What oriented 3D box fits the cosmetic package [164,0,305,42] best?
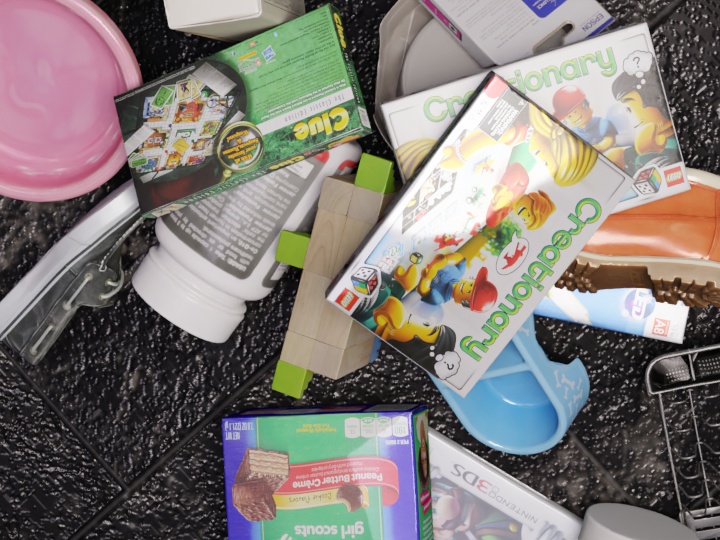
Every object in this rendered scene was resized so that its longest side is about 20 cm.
[{"bbox_3d":[-0.097,-0.236,1.049,0.073,0.200,0.104,-7,95,9],"label":"cosmetic package"}]

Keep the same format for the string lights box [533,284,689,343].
[{"bbox_3d":[0.174,-0.011,1.114,0.200,0.059,0.103,11,95,5],"label":"string lights box"}]

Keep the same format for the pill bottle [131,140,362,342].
[{"bbox_3d":[-0.098,-0.049,1.114,0.114,0.114,0.200,35,99,2],"label":"pill bottle"}]

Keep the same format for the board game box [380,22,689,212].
[{"bbox_3d":[0.128,-0.092,0.991,0.200,0.035,0.126,-18,100,3],"label":"board game box"}]

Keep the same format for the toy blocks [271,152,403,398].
[{"bbox_3d":[0.000,0.000,1.101,0.100,0.137,0.200,18,101,17],"label":"toy blocks"}]

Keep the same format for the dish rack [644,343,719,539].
[{"bbox_3d":[0.326,0.151,1.118,0.153,0.055,0.200,-11,95,9],"label":"dish rack"}]

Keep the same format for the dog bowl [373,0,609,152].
[{"bbox_3d":[0.105,-0.144,1.078,0.200,0.059,0.200,-1,74,4],"label":"dog bowl"}]

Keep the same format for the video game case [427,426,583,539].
[{"bbox_3d":[0.075,0.260,1.174,0.182,0.023,0.200,31,99,3],"label":"video game case"}]

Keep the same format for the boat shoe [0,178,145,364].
[{"bbox_3d":[-0.238,0.002,1.166,0.071,0.072,0.200,45,109,-9],"label":"boat shoe"}]

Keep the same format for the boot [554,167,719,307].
[{"bbox_3d":[0.194,-0.038,1.053,0.200,0.075,0.107,7,74,11],"label":"boot"}]

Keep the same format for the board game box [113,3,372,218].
[{"bbox_3d":[-0.095,-0.121,1.046,0.200,0.023,0.105,-19,76,21],"label":"board game box"}]

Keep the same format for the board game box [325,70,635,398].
[{"bbox_3d":[0.083,-0.024,0.961,0.126,0.035,0.200,35,100,-8],"label":"board game box"}]

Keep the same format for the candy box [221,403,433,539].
[{"bbox_3d":[-0.025,0.217,1.135,0.169,0.077,0.200,-4,90,15],"label":"candy box"}]

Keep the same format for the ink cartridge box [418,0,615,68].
[{"bbox_3d":[0.096,-0.230,1.055,0.095,0.037,0.200,-39,73,-9],"label":"ink cartridge box"}]

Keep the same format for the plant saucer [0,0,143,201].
[{"bbox_3d":[-0.276,-0.156,1.127,0.200,0.051,0.201,3,121,4],"label":"plant saucer"}]

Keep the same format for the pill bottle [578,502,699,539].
[{"bbox_3d":[0.211,0.303,1.115,0.114,0.114,0.200,12,99,5],"label":"pill bottle"}]

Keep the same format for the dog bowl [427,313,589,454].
[{"bbox_3d":[0.106,0.071,1.090,0.111,0.050,0.200,-16,122,33],"label":"dog bowl"}]
